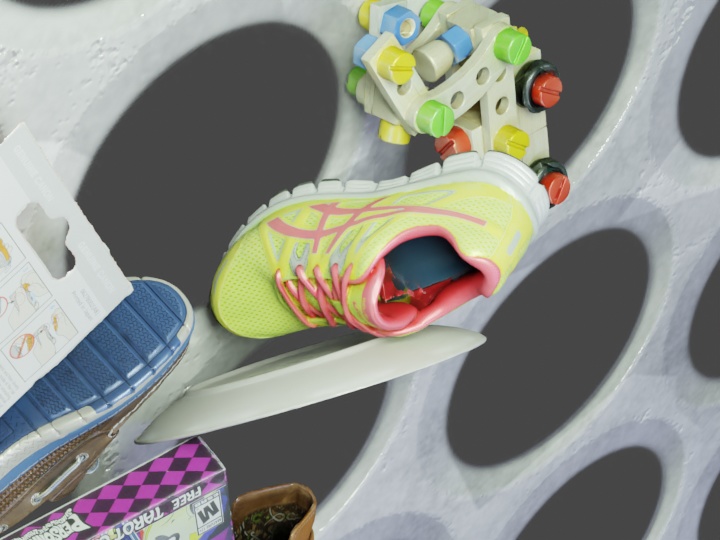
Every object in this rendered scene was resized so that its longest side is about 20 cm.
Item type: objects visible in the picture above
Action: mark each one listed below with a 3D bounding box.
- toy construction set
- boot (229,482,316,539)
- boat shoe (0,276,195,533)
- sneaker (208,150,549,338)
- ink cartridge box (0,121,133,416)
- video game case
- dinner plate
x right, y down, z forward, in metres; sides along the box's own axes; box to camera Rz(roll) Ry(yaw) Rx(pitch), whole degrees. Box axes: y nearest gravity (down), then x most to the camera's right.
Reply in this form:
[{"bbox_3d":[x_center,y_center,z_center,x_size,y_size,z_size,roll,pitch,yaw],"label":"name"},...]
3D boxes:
[{"bbox_3d":[0.047,-0.066,1.547,0.131,0.092,0.200,-29,142,-32],"label":"toy construction set"},{"bbox_3d":[-0.097,0.221,1.665,0.200,0.077,0.156,-26,142,-40],"label":"boot"},{"bbox_3d":[-0.168,0.079,1.450,0.200,0.072,0.072,-35,151,-8],"label":"boat shoe"},{"bbox_3d":[0.000,0.000,1.486,0.078,0.200,0.090,54,31,-28],"label":"sneaker"},{"bbox_3d":[-0.218,0.029,1.350,0.200,0.050,0.161,-47,148,-13],"label":"ink cartridge box"},{"bbox_3d":[-0.155,0.200,1.500,0.200,0.036,0.182,-27,139,-23],"label":"video game case"},{"bbox_3d":[-0.030,0.057,1.531,0.200,0.200,0.024,-19,92,-41],"label":"dinner plate"}]
